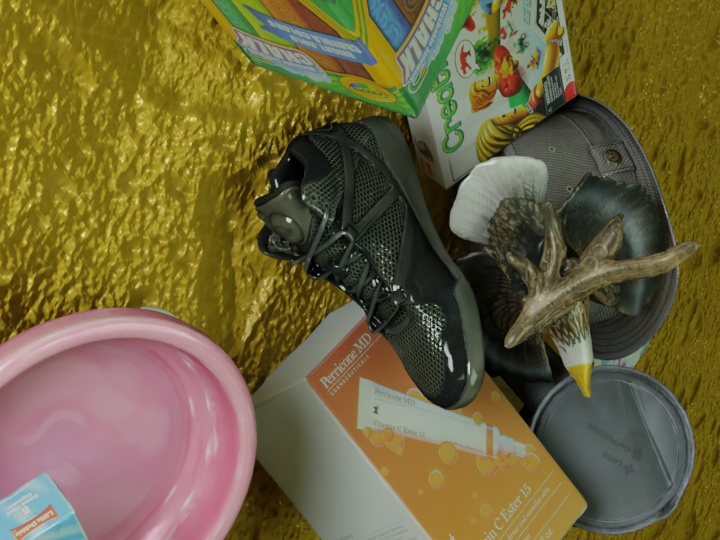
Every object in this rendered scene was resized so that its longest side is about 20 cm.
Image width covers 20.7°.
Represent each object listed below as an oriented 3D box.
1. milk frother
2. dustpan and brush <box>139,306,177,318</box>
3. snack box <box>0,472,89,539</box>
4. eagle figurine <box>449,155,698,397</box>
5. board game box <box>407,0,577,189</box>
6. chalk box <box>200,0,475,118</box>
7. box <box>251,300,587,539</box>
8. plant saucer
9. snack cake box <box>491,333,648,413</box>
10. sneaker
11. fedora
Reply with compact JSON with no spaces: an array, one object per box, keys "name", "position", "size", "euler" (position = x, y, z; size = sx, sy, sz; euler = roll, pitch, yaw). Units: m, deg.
[{"name":"milk frother","position":[0.126,0.153,1.444],"size":[0.201,0.179,0.188],"euler":[-60,176,-5]},{"name":"dustpan and brush","position":[-0.117,0.093,1.168],"size":[0.199,0.057,0.140],"euler":[24,100,-51]},{"name":"snack box","position":[-0.218,0.199,0.997],"size":[0.199,0.037,0.117],"euler":[-33,139,-15]},{"name":"eagle figurine","position":[0.124,0.009,1.266],"size":[0.200,0.150,0.152],"euler":[-48,153,-85]},{"name":"board game box","position":[0.078,-0.166,1.320],"size":[0.126,0.035,0.201],"euler":[-36,138,-18]},{"name":"chalk box","position":[-0.009,-0.176,1.112],"size":[0.125,0.124,0.200],"euler":[-63,149,-13]},{"name":"box","position":[0.032,0.125,1.284],"size":[0.200,0.097,0.124],"euler":[51,50,-8]},{"name":"plant saucer","position":[-0.152,0.105,1.054],"size":[0.199,0.051,0.202],"euler":[-16,124,-25]},{"name":"snack cake box","position":[0.182,0.059,1.644],"size":[0.201,0.067,0.115],"euler":[-54,147,-27]},{"name":"sneaker","position":[0.000,0.000,1.205],"size":[0.113,0.201,0.076],"euler":[-9,159,-36]},{"name":"fedora","position":[0.133,-0.031,1.414],"size":[0.090,0.202,0.177],"euler":[-7,159,-32]}]
